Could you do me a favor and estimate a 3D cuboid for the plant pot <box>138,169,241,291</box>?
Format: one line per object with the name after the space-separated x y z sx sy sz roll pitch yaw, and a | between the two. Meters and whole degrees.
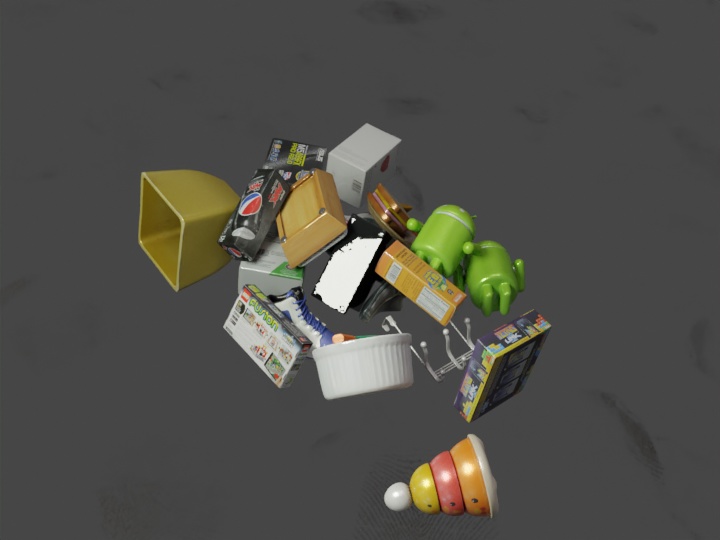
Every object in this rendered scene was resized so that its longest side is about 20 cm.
-0.368 -0.108 1.735 0.197 0.199 0.194 -18 48 -38 | plant pot

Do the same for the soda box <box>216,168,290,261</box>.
-0.231 -0.123 1.680 0.062 0.071 0.203 5 61 39 | soda box

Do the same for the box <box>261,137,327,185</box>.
-0.178 -0.273 2.059 0.156 0.045 0.202 10 42 -1 | box

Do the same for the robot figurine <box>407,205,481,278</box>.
0.189 -0.064 1.763 0.173 0.117 0.202 22 61 26 | robot figurine

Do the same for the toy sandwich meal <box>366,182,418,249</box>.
0.092 -0.133 1.873 0.204 0.070 0.206 41 16 -14 | toy sandwich meal

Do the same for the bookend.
0.000 0.000 1.741 0.091 0.202 0.200 27 -1 19 | bookend

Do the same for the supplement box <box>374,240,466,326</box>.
0.130 0.027 1.658 0.199 0.069 0.066 39 41 9 | supplement box

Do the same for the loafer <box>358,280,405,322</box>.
0.068 0.061 1.724 0.072 0.073 0.200 45 49 1 | loafer

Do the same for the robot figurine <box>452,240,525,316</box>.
0.302 0.013 1.793 0.171 0.118 0.203 -6 42 0 | robot figurine

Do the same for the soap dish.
-0.116 -0.121 1.695 0.156 0.081 0.202 -34 40 15 | soap dish

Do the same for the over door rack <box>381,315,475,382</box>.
0.162 0.135 1.664 0.146 0.068 0.200 -22 51 -33 | over door rack

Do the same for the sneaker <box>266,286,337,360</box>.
-0.125 0.102 1.590 0.195 0.118 0.081 21 25 11 | sneaker

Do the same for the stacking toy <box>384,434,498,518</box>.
0.138 0.387 1.364 0.195 0.148 0.148 -16 44 0 | stacking toy

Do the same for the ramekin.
0.010 0.188 1.476 0.195 0.200 0.100 -7 79 -19 | ramekin

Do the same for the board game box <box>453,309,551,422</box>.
0.280 0.191 1.526 0.163 0.203 0.057 -21 51 -32 | board game box

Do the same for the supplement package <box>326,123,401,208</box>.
0.007 -0.283 2.051 0.118 0.123 0.200 27 44 17 | supplement package

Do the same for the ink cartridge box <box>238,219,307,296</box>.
-0.191 -0.029 1.756 0.143 0.084 0.202 10 41 -1 | ink cartridge box

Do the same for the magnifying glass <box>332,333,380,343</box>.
-0.012 0.143 1.551 0.078 0.200 0.023 -13 80 16 | magnifying glass

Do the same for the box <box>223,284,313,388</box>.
-0.190 0.131 1.558 0.199 0.111 0.034 41 21 30 | box

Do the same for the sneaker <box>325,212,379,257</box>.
-0.019 -0.080 1.852 0.195 0.084 0.123 3 48 -21 | sneaker
